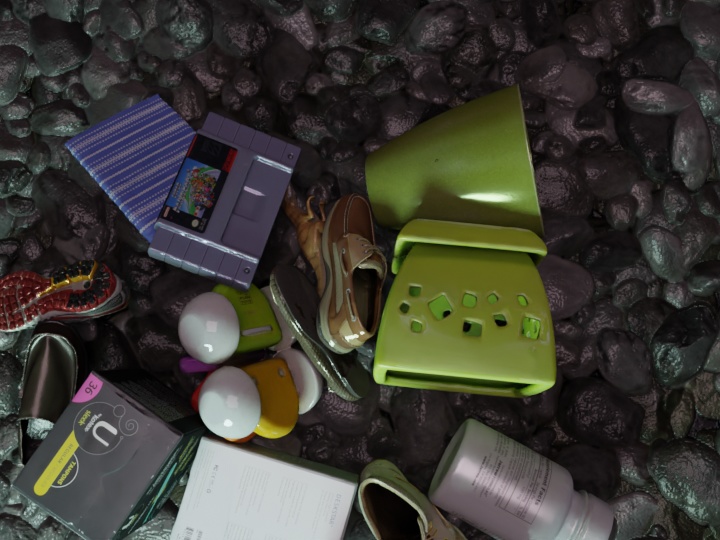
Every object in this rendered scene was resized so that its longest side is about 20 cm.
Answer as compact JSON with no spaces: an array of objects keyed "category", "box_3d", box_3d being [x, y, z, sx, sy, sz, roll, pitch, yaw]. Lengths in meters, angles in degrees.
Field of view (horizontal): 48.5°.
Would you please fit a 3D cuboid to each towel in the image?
[{"category":"towel","box_3d":[-0.255,-0.128,1.003,0.145,0.024,0.200,-35,68,-25]}]

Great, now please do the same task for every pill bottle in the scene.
[{"category":"pill bottle","box_3d":[0.193,0.274,0.962,0.200,0.114,0.115,28,84,3]}]

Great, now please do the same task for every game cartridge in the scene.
[{"category":"game cartridge","box_3d":[-0.161,-0.086,0.960,0.129,0.038,0.201,23,65,-11]}]

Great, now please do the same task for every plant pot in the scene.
[{"category":"plant pot","box_3d":[0.113,-0.116,0.991,0.199,0.187,0.188,-10,83,13]},{"category":"plant pot","box_3d":[0.121,0.048,0.954,0.198,0.200,0.182,5,76,1]}]

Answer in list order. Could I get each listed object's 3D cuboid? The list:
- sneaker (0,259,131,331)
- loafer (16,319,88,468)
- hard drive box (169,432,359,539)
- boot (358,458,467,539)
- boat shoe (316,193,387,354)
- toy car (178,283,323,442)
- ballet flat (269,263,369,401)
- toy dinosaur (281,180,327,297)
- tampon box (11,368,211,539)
[{"category":"sneaker","box_3d":[-0.385,0.043,1.018,0.199,0.082,0.078,-7,70,17]},{"category":"loafer","box_3d":[-0.380,0.160,0.978,0.073,0.071,0.201,6,104,-7]},{"category":"hard drive box","box_3d":[-0.117,0.303,0.982,0.199,0.077,0.156,17,84,3]},{"category":"boot","box_3d":[0.070,0.313,0.938,0.072,0.155,0.200,-41,83,-3]},{"category":"boat shoe","box_3d":[0.000,0.000,0.955,0.074,0.076,0.201,-20,59,41]},{"category":"toy car","box_3d":[-0.153,0.114,0.980,0.150,0.175,0.201,-22,82,35]},{"category":"ballet flat","box_3d":[-0.056,0.080,0.958,0.046,0.067,0.200,-18,117,33]},{"category":"toy dinosaur","box_3d":[-0.052,-0.029,1.032,0.106,0.060,0.201,-22,64,5]},{"category":"tampon box","box_3d":[-0.275,0.210,0.933,0.126,0.200,0.150,34,84,4]}]
